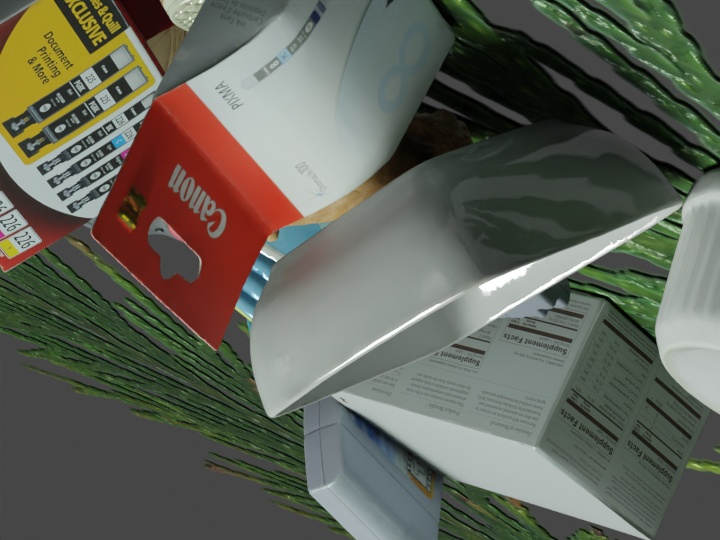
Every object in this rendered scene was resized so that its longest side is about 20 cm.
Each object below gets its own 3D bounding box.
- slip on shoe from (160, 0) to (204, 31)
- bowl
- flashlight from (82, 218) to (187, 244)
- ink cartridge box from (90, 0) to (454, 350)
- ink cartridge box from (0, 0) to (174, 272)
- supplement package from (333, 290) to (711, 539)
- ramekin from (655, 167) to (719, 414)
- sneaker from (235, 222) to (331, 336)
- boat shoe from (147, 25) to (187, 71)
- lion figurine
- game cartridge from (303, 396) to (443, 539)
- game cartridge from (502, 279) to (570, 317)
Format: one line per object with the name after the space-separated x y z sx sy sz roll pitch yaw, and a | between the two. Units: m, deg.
-0.063 -0.147 1.395 0.074 0.062 0.200 -15 171 8 | slip on shoe
0.043 -0.009 1.417 0.199 0.199 0.075 -34 82 40 | bowl
-0.109 -0.030 1.932 0.199 0.068 0.068 24 143 6 | flashlight
-0.038 -0.070 1.310 0.047 0.201 0.160 20 167 26 | ink cartridge box
-0.157 -0.113 1.390 0.084 0.175 0.200 58 180 27 | ink cartridge box
0.106 0.083 1.844 0.199 0.111 0.156 15 163 44 | supplement package
0.244 0.034 1.412 0.201 0.095 0.202 25 168 6 | ramekin
0.000 0.000 1.596 0.199 0.131 0.080 16 -174 -10 | sneaker
-0.153 -0.162 1.490 0.065 0.072 0.200 35 177 27 | boat shoe
-0.006 -0.075 1.461 0.122 0.073 0.200 -15 163 4 | lion figurine
0.012 0.102 1.939 0.041 0.201 0.133 -19 131 25 | game cartridge
0.018 -0.009 1.721 0.199 0.041 0.133 0 162 29 | game cartridge
